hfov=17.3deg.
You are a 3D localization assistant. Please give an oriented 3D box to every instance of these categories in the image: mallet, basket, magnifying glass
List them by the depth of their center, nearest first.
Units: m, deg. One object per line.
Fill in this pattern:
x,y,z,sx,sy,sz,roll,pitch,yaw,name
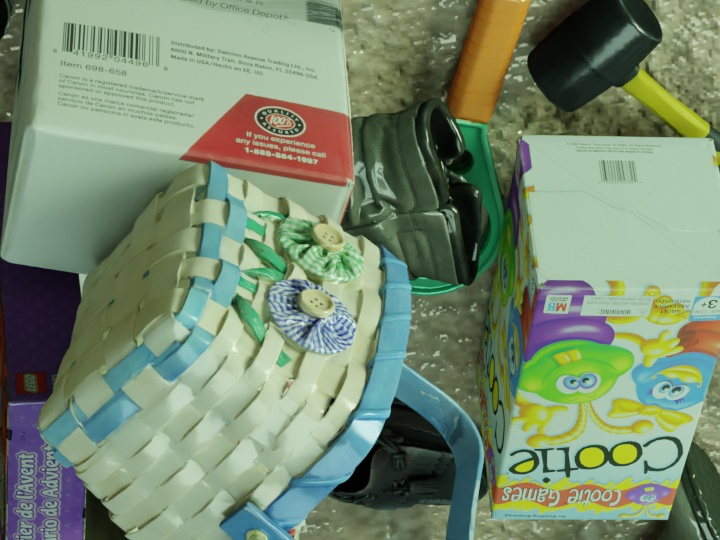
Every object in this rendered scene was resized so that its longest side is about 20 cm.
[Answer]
-0.026,0.067,0.981,0.139,0.177,0.200,-37,114,23,basket
0.164,-0.070,1.233,0.066,0.041,0.200,-31,130,21,mallet
0.051,-0.065,1.235,0.079,0.022,0.201,8,128,-11,magnifying glass

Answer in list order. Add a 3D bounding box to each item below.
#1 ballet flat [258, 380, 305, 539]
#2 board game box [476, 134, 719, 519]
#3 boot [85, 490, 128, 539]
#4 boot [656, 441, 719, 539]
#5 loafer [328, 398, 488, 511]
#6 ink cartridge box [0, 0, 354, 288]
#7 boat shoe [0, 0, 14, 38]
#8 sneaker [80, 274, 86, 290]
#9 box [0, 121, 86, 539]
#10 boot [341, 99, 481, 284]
-0.055,0.117,1.265,0.075,0.064,0.201,0,143,2,ballet flat
0.125,0.034,1.250,0.104,0.104,0.201,0,140,-5,board game box
-0.165,0.130,1.288,0.074,0.097,0.200,-17,140,10,boot
0.170,0.195,1.440,0.130,0.068,0.201,-11,129,12,boot
-0.015,0.107,1.347,0.199,0.063,0.072,19,127,-19,loafer
-0.085,-0.089,1.088,0.143,0.201,0.084,9,133,-12,ink cartridge box
-0.253,-0.084,1.171,0.200,0.057,0.069,-35,125,23,boat shoe
-0.174,0.013,1.248,0.199,0.075,0.100,-30,130,22,sneaker
-0.152,0.044,1.103,0.039,0.201,0.137,-2,130,-11,box
0.000,0.000,1.225,0.130,0.068,0.201,4,131,17,boot
